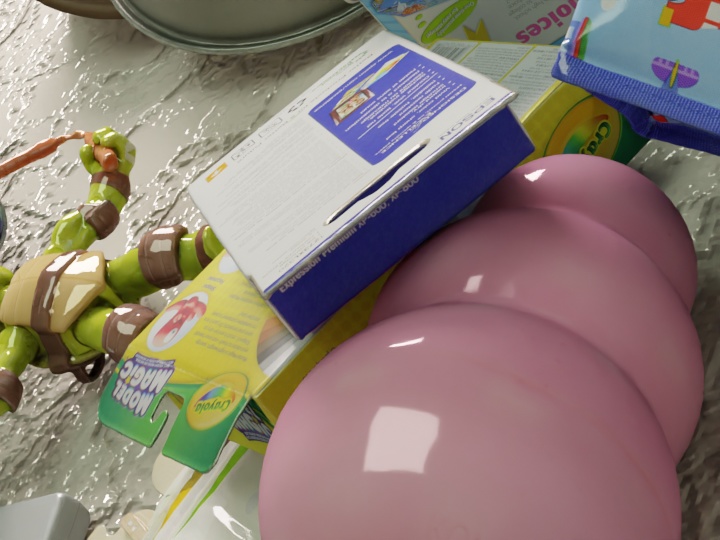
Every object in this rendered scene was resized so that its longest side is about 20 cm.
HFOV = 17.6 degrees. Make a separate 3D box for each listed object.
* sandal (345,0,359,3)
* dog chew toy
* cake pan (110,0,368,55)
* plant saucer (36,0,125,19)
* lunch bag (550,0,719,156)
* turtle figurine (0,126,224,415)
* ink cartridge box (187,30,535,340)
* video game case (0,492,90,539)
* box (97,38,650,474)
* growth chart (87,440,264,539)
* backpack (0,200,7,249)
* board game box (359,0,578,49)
[{"bbox_3d":[0.075,-0.168,0.954,0.203,0.082,0.050,-38,77,9],"label":"sandal"},{"bbox_3d":[0.049,0.039,0.714,0.124,0.125,0.200,-17,30,36],"label":"dog chew toy"},{"bbox_3d":[-0.039,-0.190,1.062,0.200,0.037,0.201,-12,54,18],"label":"cake pan"},{"bbox_3d":[-0.101,-0.213,1.149,0.200,0.029,0.200,-10,58,16],"label":"plant saucer"},{"bbox_3d":[0.183,-0.089,0.689,0.200,0.094,0.151,21,91,27],"label":"lunch bag"},{"bbox_3d":[-0.119,0.020,0.959,0.161,0.064,0.200,0,46,38],"label":"turtle figurine"},{"bbox_3d":[-0.001,-0.030,0.752,0.095,0.037,0.200,-39,13,-1],"label":"ink cartridge box"},{"bbox_3d":[-0.202,0.189,0.910,0.182,0.022,0.200,-17,44,37],"label":"video game case"},{"bbox_3d":[0.000,0.000,0.830,0.200,0.048,0.117,-44,23,-15],"label":"box"},{"bbox_3d":[-0.029,0.082,0.839,0.200,0.018,0.145,-48,33,-3],"label":"growth chart"},{"bbox_3d":[-0.266,0.009,1.032,0.150,0.177,0.200,-2,57,52],"label":"backpack"},{"bbox_3d":[0.079,-0.160,0.870,0.200,0.134,0.034,-31,36,20],"label":"board game box"}]
